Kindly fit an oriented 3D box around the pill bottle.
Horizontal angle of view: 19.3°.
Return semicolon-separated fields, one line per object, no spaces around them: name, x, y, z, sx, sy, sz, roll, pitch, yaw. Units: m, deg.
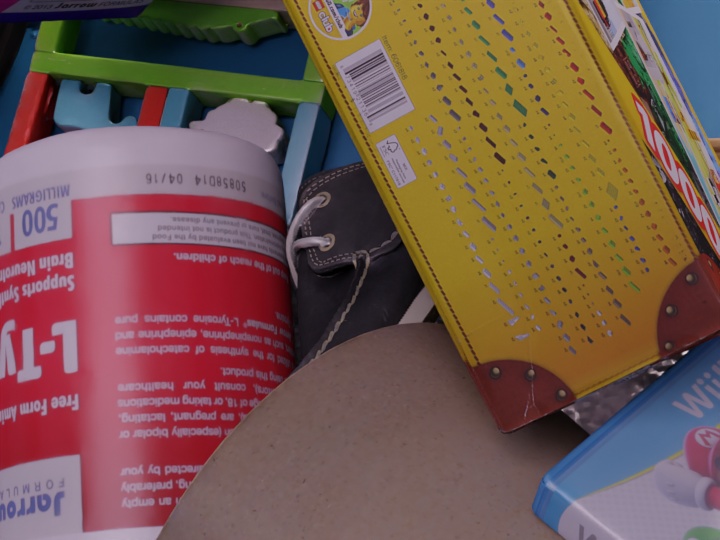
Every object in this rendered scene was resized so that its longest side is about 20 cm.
pill bottle;-0.076;0.060;0.744;0.111;0.112;0.202;-8;76;13

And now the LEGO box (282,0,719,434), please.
LEGO box;0.045;-0.065;0.657;0.077;0.149;0.201;-27;90;16

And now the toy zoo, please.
toy zoo;-0.085;-0.020;0.841;0.130;0.020;0.201;8;75;18

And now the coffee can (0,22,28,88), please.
coffee can;-0.252;-0.136;0.860;0.199;0.146;0.147;23;80;22

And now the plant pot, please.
plant pot;0.057;0.143;0.635;0.199;0.187;0.188;31;83;36

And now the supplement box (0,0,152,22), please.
supplement box;-0.075;-0.178;0.724;0.200;0.101;0.104;-33;74;41

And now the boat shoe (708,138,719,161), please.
boat shoe;0.170;0.001;0.736;0.199;0.069;0.074;12;82;41

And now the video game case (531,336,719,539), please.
video game case;0.167;0.087;0.599;0.200;0.018;0.143;37;48;22

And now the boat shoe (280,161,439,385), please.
boat shoe;0.000;0.000;0.741;0.067;0.072;0.200;32;46;-1
